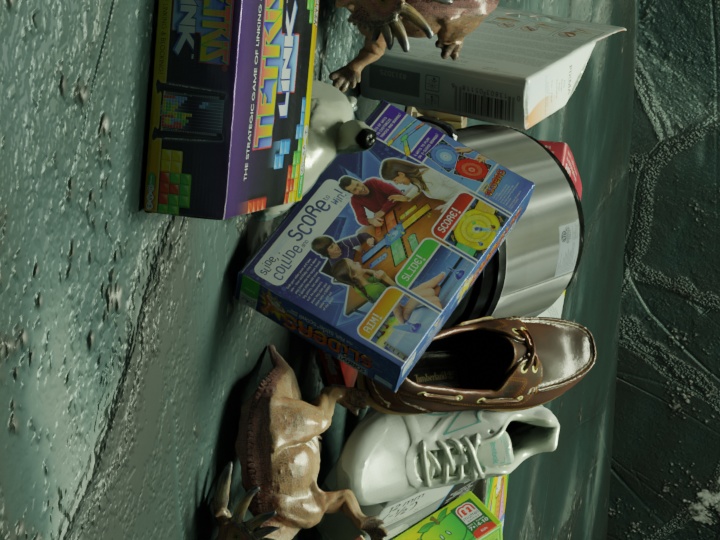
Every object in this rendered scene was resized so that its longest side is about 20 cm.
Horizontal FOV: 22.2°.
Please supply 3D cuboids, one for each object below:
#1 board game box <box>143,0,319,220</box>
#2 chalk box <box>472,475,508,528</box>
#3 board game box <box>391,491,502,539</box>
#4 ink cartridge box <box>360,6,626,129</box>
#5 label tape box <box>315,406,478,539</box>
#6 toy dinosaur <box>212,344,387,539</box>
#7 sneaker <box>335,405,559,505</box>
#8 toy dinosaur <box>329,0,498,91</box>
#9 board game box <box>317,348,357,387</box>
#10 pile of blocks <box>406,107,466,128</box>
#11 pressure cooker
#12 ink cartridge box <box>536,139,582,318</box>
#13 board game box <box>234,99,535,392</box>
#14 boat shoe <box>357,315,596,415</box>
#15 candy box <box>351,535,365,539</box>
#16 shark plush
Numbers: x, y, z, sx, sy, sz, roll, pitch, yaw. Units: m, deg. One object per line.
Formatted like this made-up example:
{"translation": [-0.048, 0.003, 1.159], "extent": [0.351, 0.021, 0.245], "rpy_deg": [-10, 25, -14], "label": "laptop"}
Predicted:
{"translation": [-0.075, -0.138, 1.151], "extent": [0.165, 0.057, 0.200], "rpy_deg": [-28, 124, -74], "label": "board game box"}
{"translation": [0.067, 0.275, 1.787], "extent": [0.124, 0.125, 0.200], "rpy_deg": [-19, 117, -74], "label": "chalk box"}
{"translation": [0.030, 0.282, 1.562], "extent": [0.200, 0.048, 0.102], "rpy_deg": [-29, 139, -21], "label": "board game box"}
{"translation": [0.116, -0.181, 1.587], "extent": [0.200, 0.162, 0.050], "rpy_deg": [-29, 127, -53], "label": "ink cartridge box"}
{"translation": [0.055, 0.145, 1.513], "extent": [0.143, 0.066, 0.200], "rpy_deg": [-23, 156, -37], "label": "label tape box"}
{"translation": [-0.062, 0.137, 1.311], "extent": [0.135, 0.086, 0.200], "rpy_deg": [12, 65, -41], "label": "toy dinosaur"}
{"translation": [0.069, 0.132, 1.408], "extent": [0.200, 0.080, 0.071], "rpy_deg": [-19, 115, -35], "label": "sneaker"}
{"translation": [0.049, -0.205, 1.400], "extent": [0.136, 0.200, 0.086], "rpy_deg": [-25, -100, 64], "label": "toy dinosaur"}
{"translation": [0.000, 0.000, 1.593], "extent": [0.103, 0.019, 0.200], "rpy_deg": [77, 25, -56], "label": "board game box"}
{"translation": [0.083, -0.153, 1.755], "extent": [0.082, 0.062, 0.200], "rpy_deg": [28, 70, -75], "label": "pile of blocks"}
{"translation": [0.065, -0.027, 1.477], "extent": [0.200, 0.179, 0.176], "rpy_deg": [-18, 77, -51], "label": "pressure cooker"}
{"translation": [0.131, -0.019, 1.841], "extent": [0.145, 0.145, 0.200], "rpy_deg": [53, 46, -70], "label": "ink cartridge box"}
{"translation": [0.020, -0.022, 1.318], "extent": [0.200, 0.135, 0.034], "rpy_deg": [-51, 166, -34], "label": "board game box"}
{"translation": [0.099, 0.071, 1.381], "extent": [0.070, 0.200, 0.071], "rpy_deg": [-39, -115, 59], "label": "boat shoe"}
{"translation": [-0.019, 0.309, 1.453], "extent": [0.115, 0.055, 0.200], "rpy_deg": [-30, 140, -14], "label": "candy box"}
{"translation": [-0.050, -0.099, 1.333], "extent": [0.200, 0.091, 0.083], "rpy_deg": [-102, -146, -69], "label": "shark plush"}
